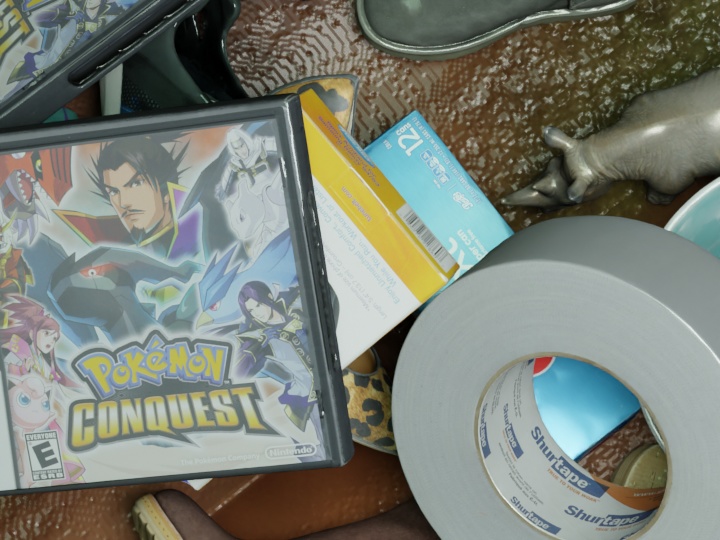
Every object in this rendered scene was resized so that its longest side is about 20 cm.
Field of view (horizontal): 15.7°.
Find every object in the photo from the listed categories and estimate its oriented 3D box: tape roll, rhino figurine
[{"bbox_3d":[0.117,0.076,1.286,0.200,0.066,0.201,14,119,25],"label":"tape roll"},{"bbox_3d":[0.169,-0.070,1.402,0.199,0.087,0.060,-17,80,-3],"label":"rhino figurine"}]

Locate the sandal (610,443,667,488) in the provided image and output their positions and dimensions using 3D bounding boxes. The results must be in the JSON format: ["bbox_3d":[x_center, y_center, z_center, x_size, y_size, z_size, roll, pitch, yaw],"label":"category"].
[{"bbox_3d":[0.152,0.193,1.357,0.077,0.070,0.212,14,79,-18],"label":"sandal"}]

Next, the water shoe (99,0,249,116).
[{"bbox_3d":[-0.094,-0.061,1.398,0.079,0.071,0.201,-15,78,34],"label":"water shoe"}]

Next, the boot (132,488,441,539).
[{"bbox_3d":[-0.005,0.155,1.388,0.166,0.072,0.200,-40,81,-18],"label":"boot"}]

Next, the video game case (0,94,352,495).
[{"bbox_3d":[-0.114,0.015,1.283,0.199,0.026,0.181,-6,100,15],"label":"video game case"}]

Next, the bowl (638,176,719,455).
[{"bbox_3d":[0.236,0.046,1.373,0.200,0.105,0.201,0,79,0],"label":"bowl"}]

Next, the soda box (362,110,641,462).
[{"bbox_3d":[0.064,0.016,1.400,0.068,0.064,0.200,-37,82,-5],"label":"soda box"}]

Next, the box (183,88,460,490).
[{"bbox_3d":[-0.062,0.017,1.313,0.200,0.041,0.119,-40,91,21],"label":"box"}]

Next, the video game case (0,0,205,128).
[{"bbox_3d":[-0.153,-0.182,1.391,0.181,0.026,0.200,-36,48,2],"label":"video game case"}]

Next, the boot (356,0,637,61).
[{"bbox_3d":[0.084,-0.181,1.364,0.181,0.200,0.073,-16,80,-2],"label":"boot"}]

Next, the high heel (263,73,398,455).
[{"bbox_3d":[0.000,0.000,1.355,0.200,0.071,0.143,43,104,-14],"label":"high heel"}]

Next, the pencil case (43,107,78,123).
[{"bbox_3d":[-0.178,0.009,1.393,0.085,0.092,0.201,-2,75,-32],"label":"pencil case"}]
